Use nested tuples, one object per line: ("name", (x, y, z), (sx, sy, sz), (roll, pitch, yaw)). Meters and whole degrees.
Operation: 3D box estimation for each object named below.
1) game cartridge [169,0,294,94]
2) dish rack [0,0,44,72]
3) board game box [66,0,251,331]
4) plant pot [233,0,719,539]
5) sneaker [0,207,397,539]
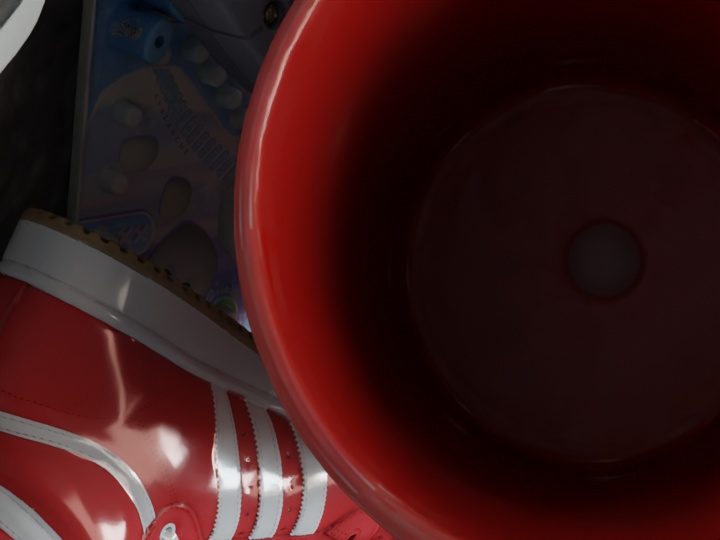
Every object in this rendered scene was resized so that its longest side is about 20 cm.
("game cartridge", (-0.020, -0.150, 0.515), (0.133, 0.040, 0.201), (-46, 135, -28))
("dish rack", (-0.122, -0.095, 0.334), (0.201, 0.043, 0.172), (88, 24, -43))
("board game box", (-0.014, -0.020, 0.631), (0.199, 0.026, 0.202), (-12, 117, -44))
("plant pot", (0.071, -0.008, 0.547), (0.177, 0.198, 0.203), (41, 64, -81))
("sneaker", (-0.054, 0.075, 0.557), (0.200, 0.071, 0.113), (37, 74, -42))
